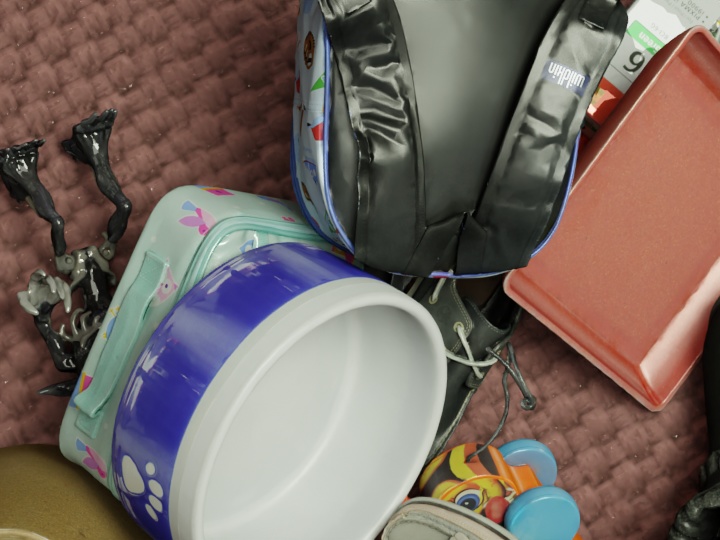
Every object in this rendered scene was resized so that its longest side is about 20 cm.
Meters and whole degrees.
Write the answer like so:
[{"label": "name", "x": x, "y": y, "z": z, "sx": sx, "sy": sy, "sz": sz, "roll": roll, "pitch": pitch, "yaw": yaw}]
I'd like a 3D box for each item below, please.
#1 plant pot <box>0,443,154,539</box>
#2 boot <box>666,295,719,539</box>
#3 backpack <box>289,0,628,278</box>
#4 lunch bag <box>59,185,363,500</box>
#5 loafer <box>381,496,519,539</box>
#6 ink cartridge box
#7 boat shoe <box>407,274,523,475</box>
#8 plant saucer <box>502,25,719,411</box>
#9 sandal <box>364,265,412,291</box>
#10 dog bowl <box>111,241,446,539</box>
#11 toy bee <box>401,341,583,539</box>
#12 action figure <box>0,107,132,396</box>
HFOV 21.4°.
[{"label": "plant pot", "x": -0.203, "y": 0.196, "z": 1.131, "sx": 0.186, "sy": 0.200, "sz": 0.187, "roll": 0, "pitch": 84, "yaw": -4}, {"label": "boot", "x": 0.236, "y": 0.119, "z": 1.187, "sx": 0.079, "sy": 0.158, "sz": 0.212, "roll": -9, "pitch": 93, "yaw": 36}, {"label": "backpack", "x": 0.040, "y": -0.092, "z": 1.120, "sx": 0.199, "sy": 0.154, "sz": 0.191, "roll": 5, "pitch": 91, "yaw": -13}, {"label": "lunch bag", "x": -0.091, "y": 0.052, "z": 1.160, "sx": 0.077, "sy": 0.160, "sz": 0.201, "roll": 30, "pitch": 103, "yaw": 34}, {"label": "loafer", "x": 0.088, "y": 0.212, "z": 1.116, "sx": 0.200, "sy": 0.063, "sz": 0.072, "roll": 41, "pitch": 115, "yaw": 10}, {"label": "ink cartridge box", "x": 0.190, "y": -0.105, "z": 1.272, "sx": 0.109, "sy": 0.050, "sz": 0.200, "roll": 40, "pitch": 82, "yaw": -1}, {"label": "boat shoe", "x": 0.062, "y": 0.041, "z": 1.232, "sx": 0.072, "sy": 0.068, "sz": 0.201, "roll": 28, "pitch": 84, "yaw": -24}, {"label": "plant saucer", "x": 0.191, "y": -0.033, "z": 1.215, "sx": 0.200, "sy": 0.037, "sz": 0.200, "roll": -53, "pitch": 133, "yaw": 0}, {"label": "sandal", "x": 0.000, "y": 0.001, "z": 1.247, "sx": 0.076, "sy": 0.043, "sz": 0.201, "roll": 20, "pitch": 83, "yaw": -3}, {"label": "dog bowl", "x": -0.045, "y": 0.088, "z": 1.108, "sx": 0.079, "sy": 0.200, "sz": 0.200, "roll": 31, "pitch": 80, "yaw": 35}, {"label": "toy bee", "x": 0.077, "y": 0.145, "z": 1.200, "sx": 0.108, "sy": 0.131, "sz": 0.201, "roll": -23, "pitch": 103, "yaw": 2}, {"label": "action figure", "x": -0.164, "y": 0.006, "z": 1.204, "sx": 0.118, "sy": 0.102, "sz": 0.201, "roll": -19, "pitch": 85, "yaw": -18}]
